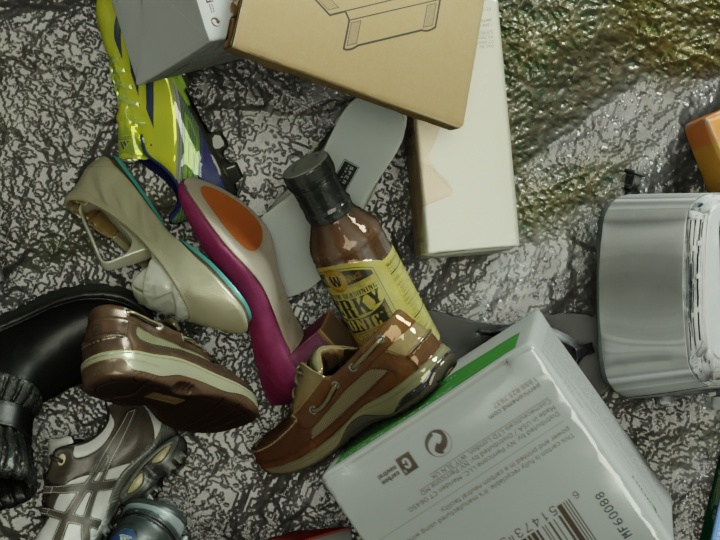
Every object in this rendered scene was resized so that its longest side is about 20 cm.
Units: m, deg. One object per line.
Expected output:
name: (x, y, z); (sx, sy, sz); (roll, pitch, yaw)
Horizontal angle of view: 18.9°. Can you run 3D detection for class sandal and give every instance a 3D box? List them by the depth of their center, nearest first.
sandal: (0.125, 0.071, 1.776); (0.199, 0.043, 0.076); (2, 88, -5)

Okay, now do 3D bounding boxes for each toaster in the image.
toaster: (0.266, 0.011, 1.735); (0.113, 0.129, 0.201); (2, 87, -34)

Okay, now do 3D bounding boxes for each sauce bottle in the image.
sauce bottle: (0.000, 0.000, 1.707); (0.065, 0.065, 0.200); (-31, 109, -5)

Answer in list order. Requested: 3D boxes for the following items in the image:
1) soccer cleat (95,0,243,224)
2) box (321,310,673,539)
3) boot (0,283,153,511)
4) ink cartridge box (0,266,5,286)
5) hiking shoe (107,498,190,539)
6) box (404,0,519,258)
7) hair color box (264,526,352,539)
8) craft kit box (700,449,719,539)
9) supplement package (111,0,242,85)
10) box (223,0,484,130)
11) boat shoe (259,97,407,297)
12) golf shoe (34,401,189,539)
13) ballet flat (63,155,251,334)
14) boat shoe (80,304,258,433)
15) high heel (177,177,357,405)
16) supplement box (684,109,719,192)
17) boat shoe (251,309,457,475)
soccer cleat: (-0.171, -0.131, 1.746); (0.084, 0.065, 0.201); (-30, 91, 1)
box: (0.112, 0.172, 1.689); (0.199, 0.171, 0.200); (-34, 91, 10)
boot: (-0.256, 0.103, 1.683); (0.210, 0.158, 0.080); (-17, 130, 1)
ink cartridge box: (-0.380, -0.060, 1.714); (0.146, 0.084, 0.201); (-17, 90, -5)
hiking shoe: (-0.166, 0.278, 1.696); (0.074, 0.087, 0.201); (2, 121, 30)
box: (0.078, -0.112, 1.753); (0.077, 0.095, 0.201); (-5, 88, -5)
hair color box: (-0.081, 0.265, 1.682); (0.061, 0.200, 0.102); (-9, 88, 36)
craft kit box: (0.383, 0.223, 1.797); (0.197, 0.049, 0.201); (14, 87, -2)
supplement package: (-0.089, -0.269, 1.683); (0.200, 0.147, 0.192); (-16, 89, -30)
box: (0.003, -0.211, 1.627); (0.200, 0.021, 0.164); (17, 76, -26)
boat shoe: (-0.022, -0.063, 1.752); (0.071, 0.064, 0.200); (36, 109, -4)
golf shoe: (-0.230, 0.185, 1.731); (0.094, 0.078, 0.200); (43, 75, 1)
ballet flat: (-0.167, -0.008, 1.714); (0.069, 0.069, 0.200); (-41, 63, -5)
boat shoe: (-0.144, 0.072, 1.692); (0.075, 0.202, 0.075); (-19, 67, 21)
high heel: (-0.097, 0.019, 1.736); (0.096, 0.067, 0.200); (-35, 107, 31)
supplement box: (0.339, -0.041, 1.788); (0.069, 0.067, 0.201); (-20, 91, -8)
boat shoe: (-0.014, 0.091, 1.695); (0.200, 0.076, 0.074); (-34, 97, 33)
